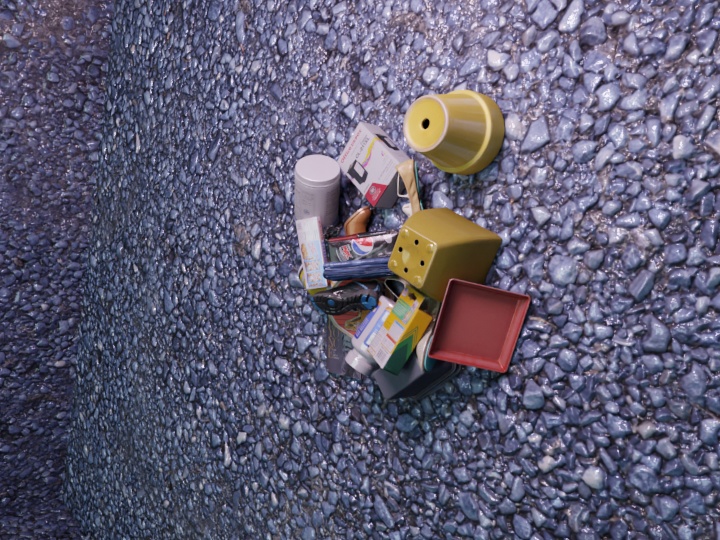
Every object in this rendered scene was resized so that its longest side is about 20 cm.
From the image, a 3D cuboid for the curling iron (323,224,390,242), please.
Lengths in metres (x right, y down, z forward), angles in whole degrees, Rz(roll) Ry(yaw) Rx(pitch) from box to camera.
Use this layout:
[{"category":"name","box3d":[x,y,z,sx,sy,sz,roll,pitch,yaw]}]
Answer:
[{"category":"curling iron","box3d":[-0.014,-0.102,1.669,0.199,0.026,0.050,1,97,21]}]

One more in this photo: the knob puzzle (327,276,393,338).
[{"category":"knob puzzle","box3d":[-0.008,0.097,1.673,0.219,0.030,0.221,0,95,4]}]

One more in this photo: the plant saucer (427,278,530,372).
[{"category":"plant saucer","box3d":[0.275,0.127,1.415,0.037,0.199,0.201,-99,22,-73]}]

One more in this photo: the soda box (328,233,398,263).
[{"category":"soda box","box3d":[0.016,-0.055,1.640,0.199,0.071,0.064,-7,84,13]}]

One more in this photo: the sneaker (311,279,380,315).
[{"category":"sneaker","box3d":[-0.037,0.071,1.633,0.199,0.082,0.073,-4,126,22]}]

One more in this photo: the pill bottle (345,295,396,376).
[{"category":"pill bottle","box3d":[0.046,0.178,1.611,0.112,0.112,0.200,37,95,36]}]

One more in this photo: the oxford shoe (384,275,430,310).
[{"category":"oxford shoe","box3d":[0.144,0.076,1.580,0.200,0.074,0.071,30,109,37]}]

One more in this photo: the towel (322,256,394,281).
[{"category":"towel","box3d":[0.000,0.000,1.610,0.199,0.112,0.049,-6,84,1]}]

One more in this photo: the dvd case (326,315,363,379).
[{"category":"dvd case","box3d":[-0.049,0.217,1.806,0.148,0.016,0.201,4,94,43]}]

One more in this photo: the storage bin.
[{"category":"storage bin","box3d":[0.133,0.248,1.557,0.200,0.134,0.146,-43,63,34]}]

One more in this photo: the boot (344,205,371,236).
[{"category":"boot","box3d":[0.013,-0.068,1.711,0.155,0.074,0.200,44,118,24]}]

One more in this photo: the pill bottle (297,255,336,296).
[{"category":"pill bottle","box3d":[-0.092,0.054,1.775,0.200,0.112,0.112,51,123,29]}]

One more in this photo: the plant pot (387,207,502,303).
[{"category":"plant pot","box3d":[0.183,-0.033,1.455,0.195,0.200,0.195,34,114,36]}]

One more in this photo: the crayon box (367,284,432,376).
[{"category":"crayon box","box3d":[0.104,0.146,1.490,0.200,0.051,0.126,-60,21,4]}]

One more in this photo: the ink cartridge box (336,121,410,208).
[{"category":"ink cartridge box","box3d":[0.042,-0.290,1.656,0.200,0.083,0.146,51,124,29]}]

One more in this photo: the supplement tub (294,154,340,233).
[{"category":"supplement tub","box3d":[-0.126,-0.217,1.739,0.132,0.132,0.200,46,146,32]}]

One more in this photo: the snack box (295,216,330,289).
[{"category":"snack box","box3d":[-0.135,-0.049,1.711,0.072,0.024,0.201,-9,91,26]}]

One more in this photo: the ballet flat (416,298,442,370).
[{"category":"ballet flat","box3d":[0.169,0.157,1.480,0.062,0.067,0.200,3,59,37]}]

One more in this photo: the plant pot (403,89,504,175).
[{"category":"plant pot","box3d":[0.208,-0.336,1.427,0.200,0.189,0.202,1,92,44]}]

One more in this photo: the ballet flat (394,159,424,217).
[{"category":"ballet flat","box3d":[0.132,-0.187,1.558,0.063,0.069,0.201,-10,104,10]}]
